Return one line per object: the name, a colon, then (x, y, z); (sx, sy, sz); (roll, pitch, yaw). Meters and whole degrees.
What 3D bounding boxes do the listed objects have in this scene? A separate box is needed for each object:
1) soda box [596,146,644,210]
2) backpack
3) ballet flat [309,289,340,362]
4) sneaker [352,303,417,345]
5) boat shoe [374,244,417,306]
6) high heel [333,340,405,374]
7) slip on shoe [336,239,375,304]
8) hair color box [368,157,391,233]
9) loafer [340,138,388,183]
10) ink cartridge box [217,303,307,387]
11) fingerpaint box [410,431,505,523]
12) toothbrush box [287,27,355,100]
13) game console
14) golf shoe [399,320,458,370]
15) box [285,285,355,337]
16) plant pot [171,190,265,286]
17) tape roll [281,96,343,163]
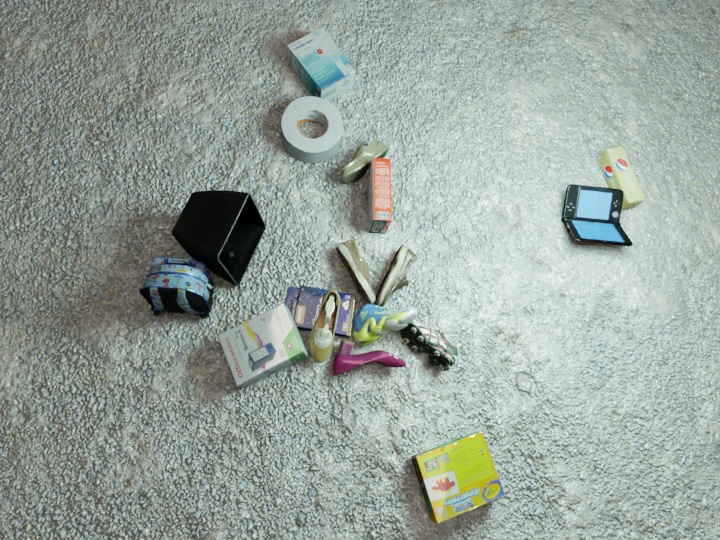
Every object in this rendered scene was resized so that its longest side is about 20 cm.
soda box: (0.868, -0.307, 1.767); (0.066, 0.064, 0.205); (-11, 73, -11)
backpack: (-0.483, 0.037, 1.391); (0.178, 0.201, 0.138); (5, 71, -5)
ballet flat: (-0.098, 0.148, 1.448); (0.067, 0.063, 0.205); (10, 74, -4)
sneaker: (0.059, 0.125, 1.479); (0.197, 0.076, 0.107); (-26, 63, 11)
boat shoe: (0.111, 0.024, 1.547); (0.074, 0.075, 0.205); (29, 70, -4)
high heel: (0.024, 0.264, 1.461); (0.195, 0.068, 0.098); (13, 71, 8)
slip on shoe: (0.000, 0.000, 1.540); (0.060, 0.076, 0.202); (-25, 67, -15)
hair color box: (0.058, -0.226, 1.607); (0.060, 0.102, 0.205); (3, 72, -7)
loafer: (0.003, -0.346, 1.657); (0.068, 0.076, 0.199); (46, 62, 10)
ink cartridge box: (-0.260, 0.202, 1.415); (0.196, 0.088, 0.148); (-25, 75, -4)
fingerpaint box: (0.254, 0.541, 1.393); (0.195, 0.074, 0.170); (-16, 74, -12)
toothbrush box: (-0.129, -0.671, 1.738); (0.145, 0.086, 0.202); (-32, 77, -16)
game console: (0.756, -0.177, 1.672); (0.195, 0.119, 0.177); (5, 99, -7)
golf shoe: (0.192, 0.197, 1.512); (0.199, 0.078, 0.088); (42, 44, 10)
box: (-0.118, 0.114, 1.507); (0.195, 0.032, 0.124); (9, 71, -4)
plant pot: (-0.397, -0.105, 1.463); (0.173, 0.201, 0.203); (18, 70, 10)
tape roll: (-0.153, -0.445, 1.669); (0.195, 0.066, 0.205); (3, 71, -7)
